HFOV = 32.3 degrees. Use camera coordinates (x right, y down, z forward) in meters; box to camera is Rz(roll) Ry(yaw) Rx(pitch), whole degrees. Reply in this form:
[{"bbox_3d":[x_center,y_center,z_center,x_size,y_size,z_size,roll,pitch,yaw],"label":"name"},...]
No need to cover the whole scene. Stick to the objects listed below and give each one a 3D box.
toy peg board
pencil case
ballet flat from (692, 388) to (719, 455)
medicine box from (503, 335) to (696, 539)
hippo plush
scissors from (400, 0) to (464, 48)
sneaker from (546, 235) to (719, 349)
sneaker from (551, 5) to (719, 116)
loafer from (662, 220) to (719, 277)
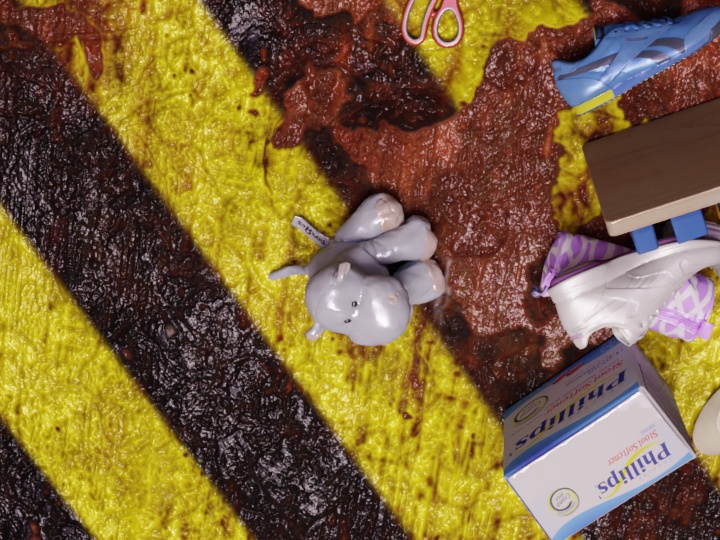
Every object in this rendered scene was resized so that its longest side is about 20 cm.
[{"bbox_3d":[0.357,-0.086,1.330,0.199,0.200,0.098,-19,117,12],"label":"toy peg board"},{"bbox_3d":[0.300,0.018,1.411,0.198,0.086,0.084,16,112,2],"label":"pencil case"},{"bbox_3d":[0.460,0.144,1.433,0.069,0.070,0.200,38,106,-3],"label":"ballet flat"},{"bbox_3d":[0.261,0.182,1.398,0.182,0.200,0.103,-36,97,14],"label":"medicine box"},{"bbox_3d":[0.000,0.000,1.405,0.199,0.161,0.160,24,106,0],"label":"hippo plush"},{"bbox_3d":[0.102,-0.342,1.381,0.073,0.014,0.201,18,107,4],"label":"scissors"},{"bbox_3d":[0.305,0.023,1.344,0.199,0.075,0.100,-19,87,-1],"label":"sneaker"},{"bbox_3d":[0.303,-0.247,1.355,0.199,0.066,0.079,-28,95,13],"label":"sneaker"},{"bbox_3d":[0.431,-0.005,1.395,0.199,0.070,0.070,19,89,1],"label":"loafer"}]
